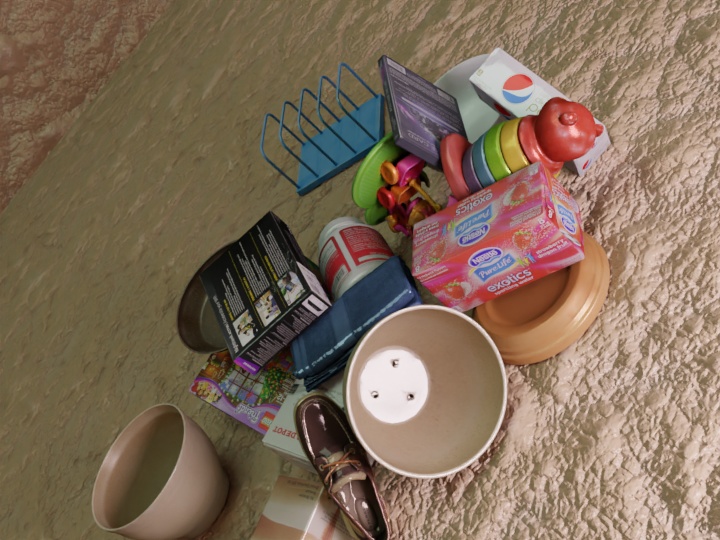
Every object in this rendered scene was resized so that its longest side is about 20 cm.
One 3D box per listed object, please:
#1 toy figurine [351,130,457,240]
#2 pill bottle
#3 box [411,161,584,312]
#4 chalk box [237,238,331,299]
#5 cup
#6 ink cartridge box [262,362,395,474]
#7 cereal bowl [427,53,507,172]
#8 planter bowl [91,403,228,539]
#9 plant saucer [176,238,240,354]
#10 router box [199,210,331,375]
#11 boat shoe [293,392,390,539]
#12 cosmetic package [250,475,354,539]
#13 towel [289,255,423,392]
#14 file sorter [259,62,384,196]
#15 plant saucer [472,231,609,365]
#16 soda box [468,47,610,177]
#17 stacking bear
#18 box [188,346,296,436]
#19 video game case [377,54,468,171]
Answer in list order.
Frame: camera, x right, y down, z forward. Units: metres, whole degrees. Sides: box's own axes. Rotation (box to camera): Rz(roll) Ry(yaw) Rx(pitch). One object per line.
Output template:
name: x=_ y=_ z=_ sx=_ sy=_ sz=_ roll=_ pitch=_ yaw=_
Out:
toy figurine: x=0.099 y=-0.078 z=1.399 sx=0.150 sy=0.200 sz=0.184 roll=-33 pitch=64 yaw=-26
pill bottle: x=0.000 y=0.000 z=1.459 sx=0.112 sy=0.112 sz=0.200 roll=-44 pitch=31 yaw=10
box: x=0.171 y=-0.037 z=1.243 sx=0.199 sy=0.100 sz=0.096 roll=-26 pitch=40 yaw=31
chalk box: x=-0.131 y=0.034 z=1.574 sx=0.199 sy=0.124 sz=0.124 roll=6 pitch=62 yaw=51
cup: x=0.061 y=0.144 z=1.207 sx=0.201 sy=0.200 sz=0.143 roll=-57 pitch=11 yaw=-11
ink cartridge box: x=-0.024 y=0.179 z=1.338 sx=0.144 sy=0.084 sz=0.201 roll=6 pitch=60 yaw=52
cereal bowl: x=0.174 y=-0.228 z=1.504 sx=0.200 sy=0.083 sz=0.201 roll=-29 pitch=40 yaw=29
planter bowl: x=-0.282 y=0.317 z=1.462 sx=0.200 sy=0.135 sz=0.201 roll=-31 pitch=38 yaw=28
plant saucer: x=-0.192 y=0.043 z=1.486 sx=0.200 sy=0.037 sz=0.201 roll=-22 pitch=48 yaw=26
router box: x=-0.139 y=0.027 z=1.392 sx=0.149 sy=0.051 sz=0.200 roll=-41 pitch=42 yaw=9
boat shoe: x=-0.017 y=0.240 z=1.175 sx=0.072 sy=0.201 sz=0.072 roll=-24 pitch=2 yaw=-11
cosmetic package: x=-0.087 y=0.368 z=1.225 sx=0.103 sy=0.087 sz=0.201 roll=-4 pitch=54 yaw=47
towel: x=-0.007 y=0.070 z=1.311 sx=0.200 sy=0.049 sz=0.112 roll=-38 pitch=33 yaw=15
file sorter: x=-0.070 y=-0.261 z=1.792 sx=0.199 sy=0.123 sz=0.139 roll=-28 pitch=40 yaw=29
plant saucer: x=0.220 y=0.025 z=1.248 sx=0.200 sy=0.037 sz=0.201 roll=-31 pitch=37 yaw=27
soda box: x=0.244 y=-0.219 z=1.347 sx=0.064 sy=0.068 sz=0.200 roll=-48 pitch=65 yaw=2
stacking bear: x=0.214 y=-0.153 z=1.260 sx=0.200 sy=0.121 sz=0.114 roll=-29 pitch=53 yaw=45
box: x=-0.159 y=0.167 z=1.508 sx=0.199 sy=0.039 sz=0.137 roll=20 pitch=74 yaw=40
video game case: x=0.095 y=-0.213 z=1.385 sx=0.019 sy=0.142 sz=0.201 roll=-45 pitch=34 yaw=32
